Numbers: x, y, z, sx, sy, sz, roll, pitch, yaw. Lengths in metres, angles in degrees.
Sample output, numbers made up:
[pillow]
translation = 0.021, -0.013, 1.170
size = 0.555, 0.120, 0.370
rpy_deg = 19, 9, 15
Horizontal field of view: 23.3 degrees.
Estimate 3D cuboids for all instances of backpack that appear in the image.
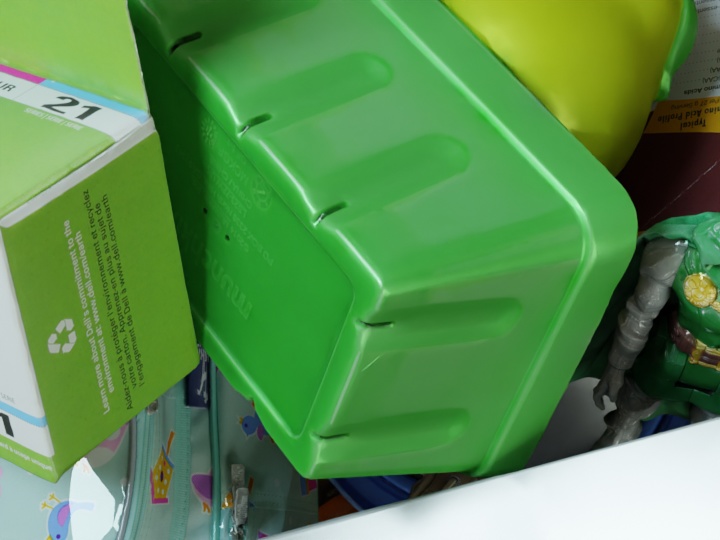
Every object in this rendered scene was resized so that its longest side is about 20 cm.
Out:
[backpack]
translation = -0.106, 0.100, 0.706
size = 0.174, 0.203, 0.153
rpy_deg = -10, 175, 28

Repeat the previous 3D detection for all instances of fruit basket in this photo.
[fruit basket]
translation = 0.027, -0.044, 0.634
size = 0.213, 0.217, 0.156
rpy_deg = -3, 135, -28

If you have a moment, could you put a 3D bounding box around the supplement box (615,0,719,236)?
[supplement box]
translation = 0.208, -0.068, 0.696
size = 0.195, 0.202, 0.133
rpy_deg = -6, 154, 34

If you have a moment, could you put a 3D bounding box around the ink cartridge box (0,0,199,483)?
[ink cartridge box]
translation = -0.142, -0.052, 0.568
size = 0.076, 0.147, 0.202
rpy_deg = -40, 136, -38

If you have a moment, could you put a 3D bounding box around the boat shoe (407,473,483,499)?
[boat shoe]
translation = -0.002, 0.157, 0.797
size = 0.199, 0.068, 0.075
rpy_deg = -31, 162, -39

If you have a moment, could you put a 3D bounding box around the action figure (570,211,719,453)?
[action figure]
translation = 0.124, 0.029, 0.633
size = 0.117, 0.055, 0.201
rpy_deg = 11, 153, 6

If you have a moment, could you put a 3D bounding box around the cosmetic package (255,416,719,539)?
[cosmetic package]
translation = 0.064, 0.103, 0.627
size = 0.198, 0.051, 0.083
rpy_deg = -17, 155, 17

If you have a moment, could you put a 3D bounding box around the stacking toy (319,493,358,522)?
[stacking toy]
translation = 0.064, 0.122, 0.959
size = 0.201, 0.146, 0.146
rpy_deg = -53, 138, 6

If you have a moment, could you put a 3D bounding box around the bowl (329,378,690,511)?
[bowl]
translation = 0.066, 0.047, 0.854
size = 0.198, 0.039, 0.203
rpy_deg = 1, 116, 3
